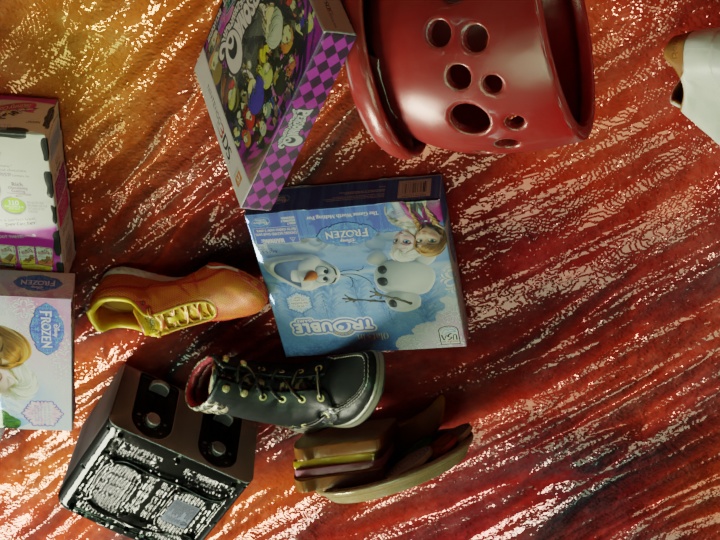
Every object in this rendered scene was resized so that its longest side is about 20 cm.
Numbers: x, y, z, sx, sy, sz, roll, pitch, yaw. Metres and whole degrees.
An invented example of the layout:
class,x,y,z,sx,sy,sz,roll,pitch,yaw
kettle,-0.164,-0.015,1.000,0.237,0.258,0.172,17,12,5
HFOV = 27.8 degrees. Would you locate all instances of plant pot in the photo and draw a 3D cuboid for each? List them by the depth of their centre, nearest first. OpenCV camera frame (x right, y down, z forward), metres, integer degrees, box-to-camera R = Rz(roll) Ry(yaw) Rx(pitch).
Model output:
class,x,y,z,sx,sy,sz,roll,pitch,yaw
plant pot,0.087,-0.190,1.206,0.181,0.201,0.201,-10,130,18

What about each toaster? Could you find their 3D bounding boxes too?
class,x,y,z,sx,sy,sz,roll,pitch,yaw
toaster,-0.231,0.224,1.660,0.180,0.119,0.200,26,129,-15

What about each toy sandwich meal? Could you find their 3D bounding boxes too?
class,x,y,z,sx,sy,sz,roll,pitch,yaw
toy sandwich meal,0.024,0.192,1.590,0.203,0.205,0.071,-17,95,20

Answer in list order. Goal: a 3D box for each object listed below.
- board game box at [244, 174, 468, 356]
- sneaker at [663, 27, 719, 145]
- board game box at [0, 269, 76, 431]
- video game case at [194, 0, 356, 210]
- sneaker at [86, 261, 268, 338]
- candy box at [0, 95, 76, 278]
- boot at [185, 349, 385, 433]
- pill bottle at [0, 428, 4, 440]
class,x,y,z,sx,sy,sz,roll,pitch,yaw
board game box,0.000,0.000,1.486,0.198,0.044,0.200,-4,132,11
sneaker,0.334,-0.147,1.317,0.084,0.073,0.200,9,148,42
board game box,-0.397,0.083,1.513,0.197,0.041,0.201,3,132,-7
video game case,-0.078,-0.185,1.244,0.035,0.182,0.201,2,138,-29
sneaker,-0.188,0.040,1.509,0.198,0.078,0.073,-5,133,19
candy box,-0.362,-0.078,1.447,0.135,0.061,0.201,5,133,1
boot,-0.080,0.122,1.530,0.153,0.074,0.203,13,157,-29
pill bottle,-0.503,0.161,1.638,0.198,0.116,0.116,22,130,-13
